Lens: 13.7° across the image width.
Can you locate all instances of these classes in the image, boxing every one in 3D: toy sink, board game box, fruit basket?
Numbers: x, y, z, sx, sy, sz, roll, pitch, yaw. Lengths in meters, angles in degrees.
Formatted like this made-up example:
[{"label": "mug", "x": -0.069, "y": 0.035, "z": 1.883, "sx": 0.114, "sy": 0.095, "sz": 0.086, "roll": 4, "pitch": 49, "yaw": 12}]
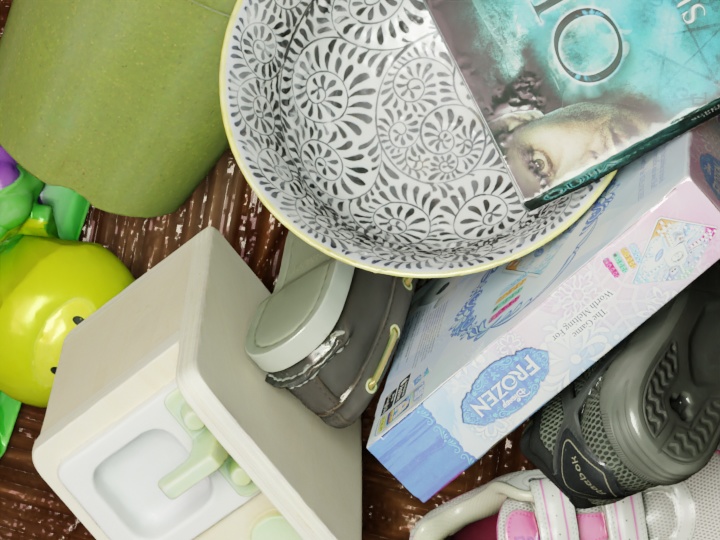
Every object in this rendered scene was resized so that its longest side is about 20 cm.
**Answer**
[{"label": "toy sink", "x": -0.080, "y": 0.089, "z": 1.480, "sx": 0.112, "sy": 0.200, "sz": 0.130, "roll": -36, "pitch": 108, "yaw": 12}, {"label": "board game box", "x": 0.098, "y": -0.001, "z": 1.424, "sx": 0.043, "sy": 0.200, "sz": 0.199, "roll": 44, "pitch": 110, "yaw": -10}, {"label": "fruit basket", "x": -0.202, "y": 0.015, "z": 1.615, "sx": 0.215, "sy": 0.155, "sz": 0.217, "roll": -12, "pitch": 73, "yaw": 42}, {"label": "board game box", "x": 0.092, "y": -0.144, "z": 1.371, "sx": 0.135, "sy": 0.028, "sz": 0.201, "roll": -29, "pitch": 73, "yaw": 10}]

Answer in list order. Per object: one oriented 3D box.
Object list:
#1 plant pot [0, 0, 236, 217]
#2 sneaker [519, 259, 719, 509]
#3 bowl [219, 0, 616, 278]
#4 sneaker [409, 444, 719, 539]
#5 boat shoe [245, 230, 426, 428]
[{"label": "plant pot", "x": -0.105, "y": -0.136, "z": 1.556, "sx": 0.200, "sy": 0.200, "sz": 0.190, "roll": 42, "pitch": 117, "yaw": 23}, {"label": "sneaker", "x": 0.138, "y": 0.042, "z": 1.418, "sx": 0.114, "sy": 0.200, "sz": 0.076, "roll": -28, "pitch": 109, "yaw": 43}, {"label": "bowl", "x": 0.038, "y": -0.082, "z": 1.437, "sx": 0.200, "sy": 0.094, "sz": 0.202, "roll": -2, "pitch": 76, "yaw": 7}, {"label": "sneaker", "x": 0.110, "y": 0.133, "z": 1.466, "sx": 0.199, "sy": 0.088, "sz": 0.082, "roll": -19, "pitch": 78, "yaw": 25}, {"label": "boat shoe", "x": 0.000, "y": 0.000, "z": 1.498, "sx": 0.072, "sy": 0.201, "sz": 0.061, "roll": -26, "pitch": 114, "yaw": 34}]
